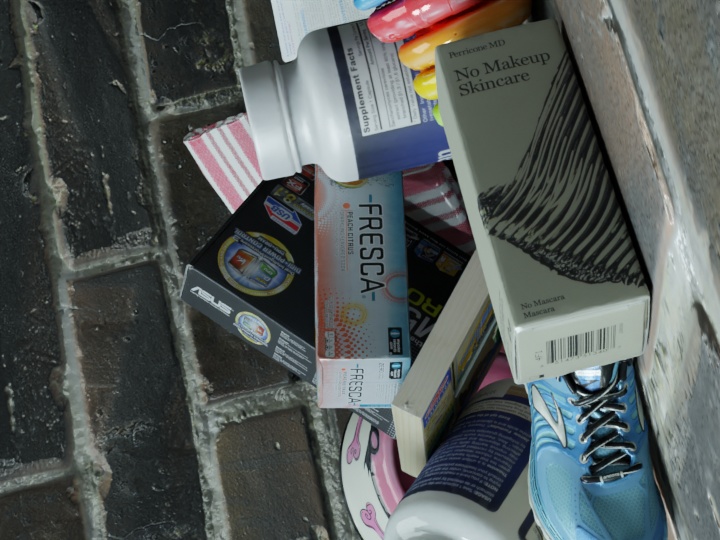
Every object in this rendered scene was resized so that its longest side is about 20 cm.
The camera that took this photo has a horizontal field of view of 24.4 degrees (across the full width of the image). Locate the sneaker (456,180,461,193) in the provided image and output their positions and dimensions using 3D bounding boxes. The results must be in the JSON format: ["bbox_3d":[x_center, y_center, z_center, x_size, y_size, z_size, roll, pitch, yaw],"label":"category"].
[{"bbox_3d":[0.097,-0.045,1.434,0.200,0.073,0.088,82,180,-68],"label":"sneaker"}]

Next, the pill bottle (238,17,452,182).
[{"bbox_3d":[0.017,-0.126,1.190,0.111,0.197,0.113,168,90,-89],"label":"pill bottle"}]

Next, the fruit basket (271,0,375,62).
[{"bbox_3d":[-0.004,-0.275,1.284,0.199,0.093,0.188,-13,90,45],"label":"fruit basket"}]

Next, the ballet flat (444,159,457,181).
[{"bbox_3d":[0.080,-0.104,1.563,0.068,0.066,0.202,-71,-26,-60],"label":"ballet flat"}]

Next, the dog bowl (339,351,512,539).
[{"bbox_3d":[0.087,0.151,1.299,0.074,0.198,0.202,128,132,-64],"label":"dog bowl"}]

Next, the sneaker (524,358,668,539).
[{"bbox_3d":[0.131,0.084,0.983,0.090,0.077,0.202,85,173,-58],"label":"sneaker"}]

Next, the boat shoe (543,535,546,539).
[{"bbox_3d":[0.156,0.177,1.100,0.063,0.072,0.203,47,-139,-80],"label":"boat shoe"}]

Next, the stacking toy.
[{"bbox_3d":[0.081,-0.118,1.079,0.110,0.115,0.202,-92,-22,-82],"label":"stacking toy"}]

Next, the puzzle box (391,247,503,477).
[{"bbox_3d":[0.082,0.044,1.212,0.201,0.025,0.133,-60,-18,-20],"label":"puzzle box"}]

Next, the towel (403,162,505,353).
[{"bbox_3d":[0.051,-0.002,1.372,0.201,0.145,0.030,59,-137,-22],"label":"towel"}]

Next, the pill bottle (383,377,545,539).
[{"bbox_3d":[0.084,0.176,1.160,0.200,0.110,0.112,-49,-42,-44],"label":"pill bottle"}]

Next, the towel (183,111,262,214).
[{"bbox_3d":[-0.048,-0.083,1.425,0.147,0.199,0.030,57,-134,-18],"label":"towel"}]

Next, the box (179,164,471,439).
[{"bbox_3d":[-0.013,0.012,1.272,0.160,0.199,0.044,-50,-11,-39],"label":"box"}]

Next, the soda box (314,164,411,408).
[{"bbox_3d":[0.000,0.000,1.209,0.064,0.067,0.202,92,178,-53],"label":"soda box"}]

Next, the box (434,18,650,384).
[{"bbox_3d":[0.102,-0.042,0.957,0.069,0.081,0.202,78,178,-59],"label":"box"}]
